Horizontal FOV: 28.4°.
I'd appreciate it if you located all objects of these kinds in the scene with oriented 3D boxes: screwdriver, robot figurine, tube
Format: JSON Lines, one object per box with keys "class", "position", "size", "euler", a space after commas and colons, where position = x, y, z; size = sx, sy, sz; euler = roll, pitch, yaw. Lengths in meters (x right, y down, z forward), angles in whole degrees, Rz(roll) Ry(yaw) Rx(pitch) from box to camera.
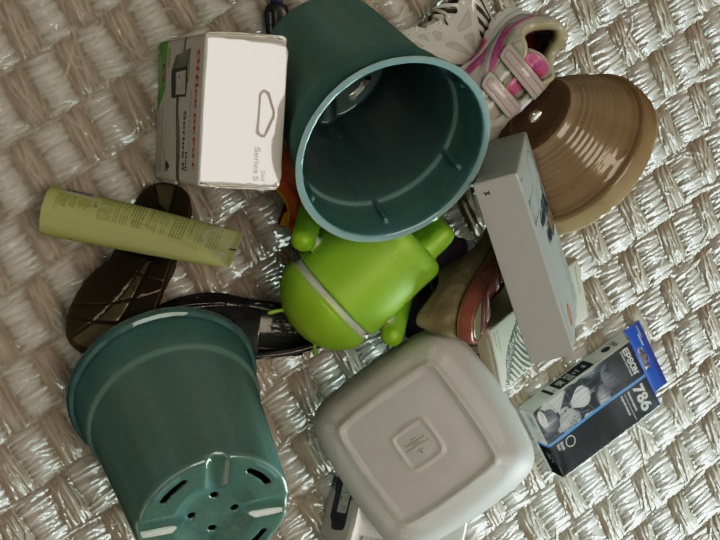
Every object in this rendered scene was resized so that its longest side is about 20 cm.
{"class": "screwdriver", "position": [-0.090, -0.323, 1.511], "size": [0.028, 0.029, 0.201], "euler": [-6, 103, -23]}
{"class": "robot figurine", "position": [0.000, 0.000, 1.476], "size": [0.200, 0.116, 0.175], "euler": [-43, 118, 3]}
{"class": "tube", "position": [-0.221, -0.039, 1.431], "size": [0.199, 0.052, 0.058], "euler": [11, 70, 0]}

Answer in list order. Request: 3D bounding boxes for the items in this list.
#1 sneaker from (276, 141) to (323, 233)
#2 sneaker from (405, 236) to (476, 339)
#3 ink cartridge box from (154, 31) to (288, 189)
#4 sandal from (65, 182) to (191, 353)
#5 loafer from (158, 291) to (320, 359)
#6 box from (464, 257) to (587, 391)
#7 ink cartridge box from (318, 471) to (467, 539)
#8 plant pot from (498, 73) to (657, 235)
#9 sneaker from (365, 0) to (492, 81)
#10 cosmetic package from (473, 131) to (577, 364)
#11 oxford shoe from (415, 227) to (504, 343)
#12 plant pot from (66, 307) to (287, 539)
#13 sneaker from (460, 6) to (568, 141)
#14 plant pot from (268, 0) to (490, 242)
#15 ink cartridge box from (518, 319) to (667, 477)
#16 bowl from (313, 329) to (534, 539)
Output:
{"class": "sneaker", "position": [-0.043, -0.057, 1.553], "size": [0.077, 0.073, 0.200], "euler": [-36, 110, 11]}
{"class": "sneaker", "position": [0.066, 0.052, 1.607], "size": [0.087, 0.076, 0.201], "euler": [15, 80, -21]}
{"class": "ink cartridge box", "position": [-0.143, -0.158, 1.412], "size": [0.084, 0.200, 0.146], "euler": [1, 95, -20]}
{"class": "sandal", "position": [-0.235, 0.002, 1.472], "size": [0.081, 0.055, 0.201], "euler": [21, 70, 1]}
{"class": "loafer", "position": [-0.126, 0.060, 1.516], "size": [0.200, 0.070, 0.068], "euler": [3, 94, -24]}
{"class": "box", "position": [0.177, 0.057, 1.606], "size": [0.200, 0.068, 0.083], "euler": [-35, 119, -44]}
{"class": "ink cartridge box", "position": [0.042, 0.270, 1.605], "size": [0.144, 0.084, 0.201], "euler": [14, 90, -24]}
{"class": "plant pot", "position": [0.219, -0.147, 1.570], "size": [0.093, 0.201, 0.201], "euler": [38, 80, -35]}
{"class": "sneaker", "position": [0.069, -0.262, 1.578], "size": [0.200, 0.076, 0.116], "euler": [9, 83, -32]}
{"class": "cosmetic package", "position": [0.174, -0.026, 1.471], "size": [0.051, 0.151, 0.201], "euler": [-14, 108, 17]}
{"class": "oxford shoe", "position": [0.115, 0.001, 1.540], "size": [0.200, 0.074, 0.071], "euler": [-57, 149, -53]}
{"class": "plant pot", "position": [-0.169, 0.174, 1.396], "size": [0.199, 0.196, 0.201], "euler": [-13, 129, -17]}
{"class": "sneaker", "position": [0.157, -0.209, 1.540], "size": [0.081, 0.088, 0.201], "euler": [39, 69, -28]}
{"class": "plant pot", "position": [-0.003, -0.164, 1.407], "size": [0.199, 0.196, 0.201], "euler": [-13, 128, -17]}
{"class": "ink cartridge box", "position": [0.294, 0.154, 1.732], "size": [0.200, 0.039, 0.100], "euler": [-35, 107, -18]}
{"class": "bowl", "position": [0.064, 0.180, 1.499], "size": [0.200, 0.075, 0.200], "euler": [-35, 84, 5]}
